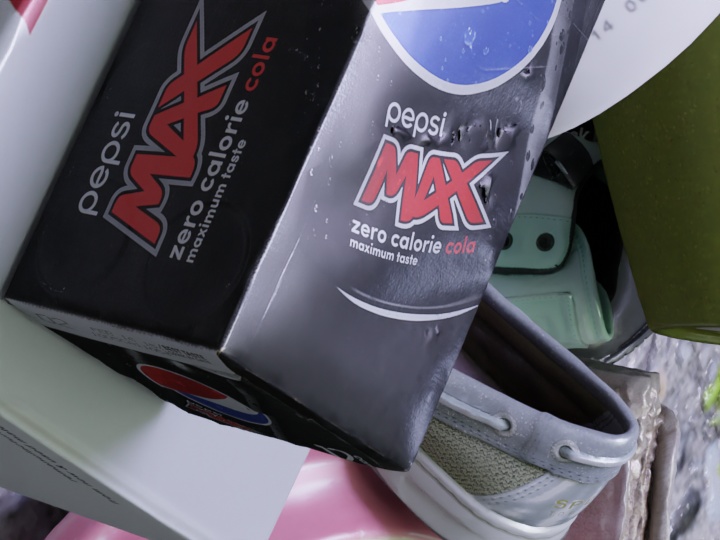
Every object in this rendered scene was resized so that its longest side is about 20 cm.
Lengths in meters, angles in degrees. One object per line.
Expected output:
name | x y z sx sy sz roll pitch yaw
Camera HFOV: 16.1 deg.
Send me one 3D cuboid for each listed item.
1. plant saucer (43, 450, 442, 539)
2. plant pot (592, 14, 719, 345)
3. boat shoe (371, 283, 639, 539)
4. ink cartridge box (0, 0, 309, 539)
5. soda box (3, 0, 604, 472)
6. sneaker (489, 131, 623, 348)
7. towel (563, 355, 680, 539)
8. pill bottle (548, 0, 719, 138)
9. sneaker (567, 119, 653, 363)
plant saucer | -0.028 0.135 0.824 0.200 0.051 0.201 -19 129 -25
plant pot | 0.147 -0.076 0.826 0.187 0.187 0.200 12 80 -53
boat shoe | 0.000 0.001 0.784 0.074 0.202 0.065 -30 162 -49
ink cartridge box | -0.106 -0.039 0.615 0.145 0.200 0.145 41 69 -48
soda box | 0.007 -0.065 0.527 0.063 0.071 0.200 35 73 -44
sneaker | 0.016 0.022 0.857 0.201 0.118 0.074 -59 140 -22
towel | 0.050 0.124 0.917 0.034 0.132 0.200 9 93 -40
pill bottle | 0.006 -0.136 0.640 0.200 0.111 0.111 48 60 -24
sneaker | 0.094 -0.050 0.981 0.089 0.074 0.200 61 43 -39
